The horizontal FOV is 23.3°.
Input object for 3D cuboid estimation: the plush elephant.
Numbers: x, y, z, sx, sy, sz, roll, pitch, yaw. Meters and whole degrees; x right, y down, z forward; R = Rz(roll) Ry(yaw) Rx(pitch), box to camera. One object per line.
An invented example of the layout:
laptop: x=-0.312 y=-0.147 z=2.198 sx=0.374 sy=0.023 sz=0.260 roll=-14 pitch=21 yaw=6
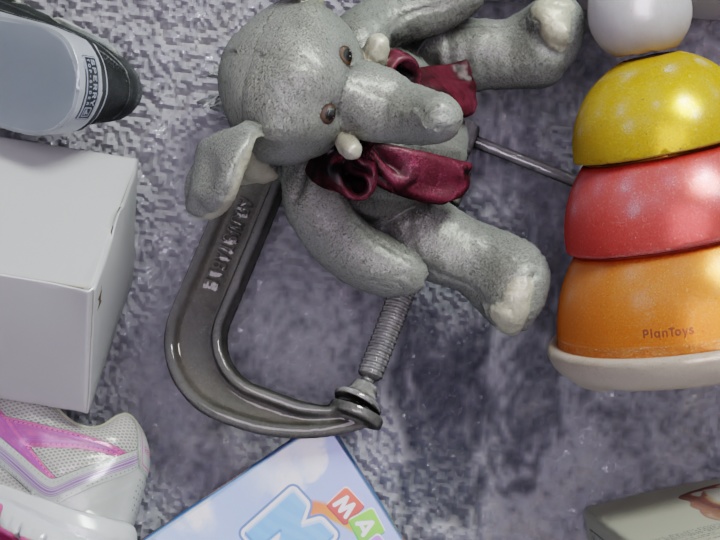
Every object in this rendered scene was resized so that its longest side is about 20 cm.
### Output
plush elephant: x=-0.001 y=-0.075 z=0.800 sx=0.199 sy=0.155 sz=0.166 roll=15 pitch=90 yaw=13

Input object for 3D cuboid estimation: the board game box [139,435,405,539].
board game box: x=-0.060 y=0.192 z=0.881 sx=0.199 sy=0.037 sz=0.152 roll=-34 pitch=87 yaw=-2

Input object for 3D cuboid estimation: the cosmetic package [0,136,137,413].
cosmetic package: x=-0.215 y=-0.010 z=0.843 sx=0.199 sy=0.108 sz=0.085 roll=11 pitch=128 yaw=1

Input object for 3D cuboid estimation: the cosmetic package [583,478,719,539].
cosmetic package: x=0.165 y=0.158 z=0.800 sx=0.087 sy=0.200 sz=0.104 roll=-12 pitch=89 yaw=-1

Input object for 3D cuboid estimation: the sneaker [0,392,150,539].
sneaker: x=-0.189 y=0.087 z=0.869 sx=0.199 sy=0.081 sz=0.089 roll=20 pitch=67 yaw=8

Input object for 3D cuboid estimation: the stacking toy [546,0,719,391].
stacking toy: x=0.148 y=-0.052 z=0.820 sx=0.145 sy=0.146 sz=0.201 roll=-9 pitch=98 yaw=0

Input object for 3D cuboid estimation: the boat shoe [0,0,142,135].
boat shoe: x=-0.199 y=-0.116 z=0.876 sx=0.198 sy=0.068 sz=0.074 roll=14 pitch=100 yaw=25

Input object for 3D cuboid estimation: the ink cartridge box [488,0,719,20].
ink cartridge box: x=0.148 y=-0.207 z=0.870 sx=0.199 sy=0.083 sz=0.146 roll=5 pitch=88 yaw=0

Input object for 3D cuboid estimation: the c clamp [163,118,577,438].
c clamp: x=0.000 y=0.000 z=0.878 sx=0.170 sy=0.027 sz=0.201 roll=26 pitch=76 yaw=5
